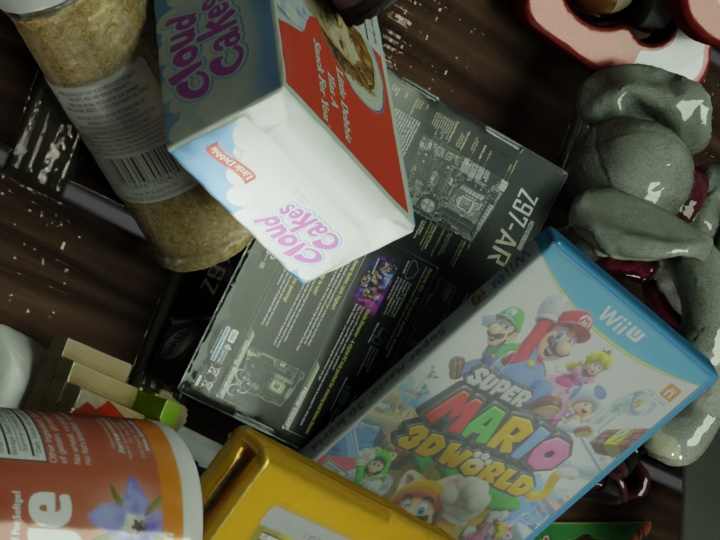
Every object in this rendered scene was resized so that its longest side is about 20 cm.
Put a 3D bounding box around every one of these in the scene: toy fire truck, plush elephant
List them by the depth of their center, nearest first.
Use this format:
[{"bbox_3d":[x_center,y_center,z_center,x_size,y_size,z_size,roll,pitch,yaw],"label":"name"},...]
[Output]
[{"bbox_3d":[0.166,-0.019,1.538,0.155,0.200,0.165,28,39,-6],"label":"plush elephant"},{"bbox_3d":[0.147,-0.206,1.568,0.168,0.112,0.200,6,98,-18],"label":"toy fire truck"}]

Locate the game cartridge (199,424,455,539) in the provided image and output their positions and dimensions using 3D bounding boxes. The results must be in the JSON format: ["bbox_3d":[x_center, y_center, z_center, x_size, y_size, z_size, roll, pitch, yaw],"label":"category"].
[{"bbox_3d":[-0.049,0.182,1.400,0.176,0.032,0.200,-54,141,3],"label":"game cartridge"}]

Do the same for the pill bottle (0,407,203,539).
[{"bbox_3d":[-0.181,0.116,1.248,0.200,0.112,0.112,6,96,-28],"label":"pill bottle"}]

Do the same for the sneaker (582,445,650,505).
[{"bbox_3d":[0.103,0.074,1.570,0.200,0.115,0.076,38,73,-42],"label":"sneaker"}]

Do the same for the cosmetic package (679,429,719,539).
[{"bbox_3d":[0.259,0.107,1.675,0.081,0.113,0.200,48,38,-39],"label":"cosmetic package"}]

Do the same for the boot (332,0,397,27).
[{"bbox_3d":[-0.020,-0.202,1.344,0.070,0.200,0.132,-35,111,8],"label":"boot"}]

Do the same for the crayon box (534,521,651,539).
[{"bbox_3d":[0.136,0.255,1.693,0.127,0.051,0.200,3,97,-44],"label":"crayon box"}]

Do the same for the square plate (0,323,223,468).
[{"bbox_3d":[-0.152,0.154,1.408,0.200,0.028,0.198,33,76,-43],"label":"square plate"}]

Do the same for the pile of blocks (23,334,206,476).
[{"bbox_3d":[-0.093,0.113,1.391,0.082,0.062,0.200,-50,130,-23],"label":"pile of blocks"}]

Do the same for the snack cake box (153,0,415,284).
[{"bbox_3d":[-0.041,-0.106,1.342,0.115,0.067,0.200,48,23,-40],"label":"snack cake box"}]

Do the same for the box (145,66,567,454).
[{"bbox_3d":[0.000,0.000,1.468,0.160,0.044,0.200,27,87,-32],"label":"box"}]

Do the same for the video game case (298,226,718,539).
[{"bbox_3d":[0.072,0.082,1.461,0.200,0.018,0.143,-43,125,13],"label":"video game case"}]

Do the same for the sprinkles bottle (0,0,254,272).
[{"bbox_3d":[-0.115,-0.091,1.356,0.068,0.068,0.200,-48,129,-25],"label":"sprinkles bottle"}]
